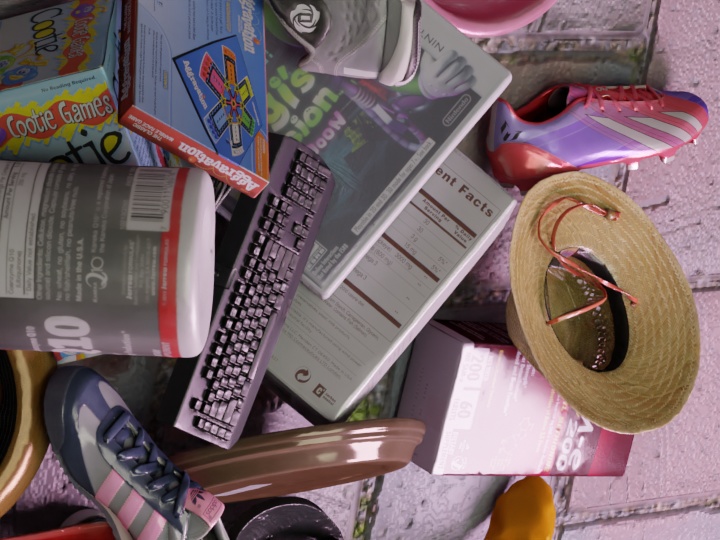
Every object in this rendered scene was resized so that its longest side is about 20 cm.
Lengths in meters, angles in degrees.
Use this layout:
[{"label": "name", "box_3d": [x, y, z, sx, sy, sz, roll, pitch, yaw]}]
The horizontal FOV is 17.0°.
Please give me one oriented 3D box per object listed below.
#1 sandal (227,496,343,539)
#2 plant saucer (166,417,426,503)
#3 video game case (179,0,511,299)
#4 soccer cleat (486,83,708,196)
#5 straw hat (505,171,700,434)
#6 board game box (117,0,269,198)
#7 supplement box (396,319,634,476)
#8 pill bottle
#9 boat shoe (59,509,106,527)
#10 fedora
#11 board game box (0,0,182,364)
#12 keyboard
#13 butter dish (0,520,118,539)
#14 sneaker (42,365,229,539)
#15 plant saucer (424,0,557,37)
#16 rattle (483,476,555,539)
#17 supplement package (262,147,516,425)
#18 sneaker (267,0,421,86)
[{"label": "sandal", "box_3d": [-0.029, 0.229, 1.801, 0.075, 0.048, 0.200, -47, 138, -3]}, {"label": "plant saucer", "box_3d": [-0.051, 0.135, 1.678, 0.200, 0.200, 0.030, -3, 79, -35]}, {"label": "video game case", "box_3d": [-0.029, -0.113, 1.619, 0.182, 0.023, 0.200, 40, 82, 4]}, {"label": "soccer cleat", "box_3d": [0.182, -0.114, 1.821, 0.200, 0.067, 0.077, -17, 114, -26]}, {"label": "straw hat", "box_3d": [0.156, 0.034, 1.793, 0.201, 0.085, 0.202, 17, 63, -35]}, {"label": "board game box", "box_3d": [-0.104, -0.138, 1.518, 0.103, 0.200, 0.019, 28, 126, -26]}, {"label": "supplement box", "box_3d": [0.127, 0.101, 1.871, 0.200, 0.061, 0.109, 3, 105, -37]}, {"label": "pill bottle", "box_3d": [-0.190, -0.008, 1.437, 0.199, 0.114, 0.114, 2, 112, 2]}, {"label": "boat shoe", "box_3d": [-0.135, 0.234, 1.736, 0.075, 0.062, 0.200, -51, 129, -6]}, {"label": "fedora", "box_3d": [-0.290, 0.078, 1.547, 0.200, 0.082, 0.201, -9, 107, -31]}, {"label": "board game box", "box_3d": [-0.175, -0.058, 1.536, 0.103, 0.105, 0.200, -13, 122, 8]}, {"label": "keyboard", "box_3d": [-0.081, 0.007, 1.537, 0.127, 0.021, 0.200, 28, 79, -49]}, {"label": "butter dish", "box_3d": [-0.241, 0.281, 1.597, 0.199, 0.148, 0.200, -6, 138, -31]}, {"label": "sneaker", "box_3d": [-0.133, 0.141, 1.583, 0.200, 0.082, 0.070, 61, 40, -26]}, {"label": "plant saucer", "box_3d": [0.084, -0.266, 1.688, 0.200, 0.051, 0.201, -15, 116, -35]}, {"label": "rattle", "box_3d": [0.071, 0.237, 1.847, 0.200, 0.130, 0.143, 8, 109, -36]}, {"label": "supplement package", "box_3d": [0.000, 0.000, 1.674, 0.117, 0.117, 0.200, 39, 81, 5]}, {"label": "sneaker", "box_3d": [-0.016, -0.222, 1.577, 0.115, 0.075, 0.201, 3, 96, 4]}]
